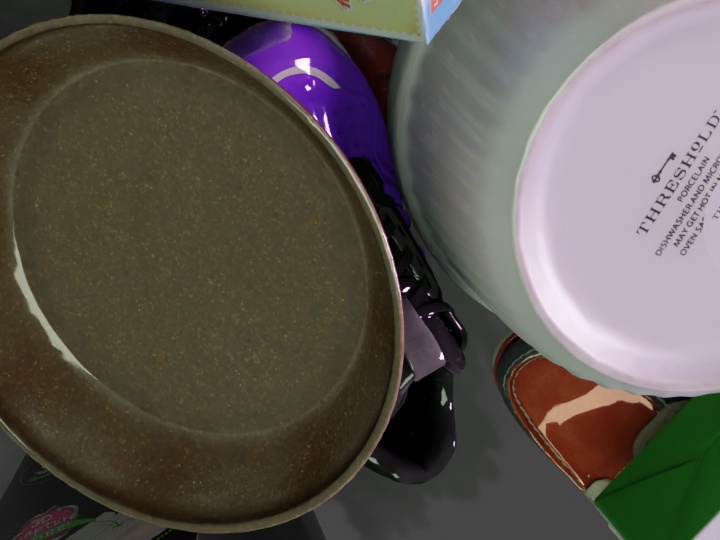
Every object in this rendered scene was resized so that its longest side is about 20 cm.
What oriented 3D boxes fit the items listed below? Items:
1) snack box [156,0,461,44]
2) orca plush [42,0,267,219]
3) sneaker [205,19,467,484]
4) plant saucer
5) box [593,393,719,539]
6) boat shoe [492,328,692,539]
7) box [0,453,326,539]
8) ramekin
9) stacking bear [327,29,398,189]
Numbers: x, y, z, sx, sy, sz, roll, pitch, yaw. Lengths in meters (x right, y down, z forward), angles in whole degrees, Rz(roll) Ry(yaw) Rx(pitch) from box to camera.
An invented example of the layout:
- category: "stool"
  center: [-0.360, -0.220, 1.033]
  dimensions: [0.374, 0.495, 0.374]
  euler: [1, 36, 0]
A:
- category: "snack box"
  center: [-0.032, -0.173, 0.843]
  dimensions: [0.116, 0.037, 0.201]
  euler: [12, 132, 23]
- category: "orca plush"
  center: [-0.044, -0.090, 0.956]
  dimensions: [0.200, 0.071, 0.105]
  euler: [-30, 91, 1]
- category: "sneaker"
  center: [0.001, 0.000, 0.956]
  dimensions: [0.069, 0.100, 0.201]
  euler: [-27, 131, -12]
- category: "plant saucer"
  center: [-0.069, -0.002, 0.926]
  dimensions: [0.200, 0.037, 0.201]
  euler: [11, 117, 22]
- category: "box"
  center: [0.229, 0.089, 1.011]
  dimensions: [0.176, 0.097, 0.200]
  euler: [42, 93, -17]
- category: "boat shoe"
  center: [0.137, 0.096, 1.092]
  dimensions: [0.200, 0.063, 0.071]
  euler: [40, 118, -9]
- category: "box"
  center: [-0.089, 0.171, 1.089]
  dimensions: [0.124, 0.200, 0.149]
  euler: [-16, 113, 18]
- category: "ramekin"
  center: [0.117, -0.048, 0.964]
  dimensions: [0.199, 0.105, 0.201]
  euler: [-6, 115, -12]
- category: "stacking bear"
  center: [-0.056, -0.023, 1.046]
  dimensions: [0.200, 0.122, 0.114]
  euler: [-39, 114, 14]
